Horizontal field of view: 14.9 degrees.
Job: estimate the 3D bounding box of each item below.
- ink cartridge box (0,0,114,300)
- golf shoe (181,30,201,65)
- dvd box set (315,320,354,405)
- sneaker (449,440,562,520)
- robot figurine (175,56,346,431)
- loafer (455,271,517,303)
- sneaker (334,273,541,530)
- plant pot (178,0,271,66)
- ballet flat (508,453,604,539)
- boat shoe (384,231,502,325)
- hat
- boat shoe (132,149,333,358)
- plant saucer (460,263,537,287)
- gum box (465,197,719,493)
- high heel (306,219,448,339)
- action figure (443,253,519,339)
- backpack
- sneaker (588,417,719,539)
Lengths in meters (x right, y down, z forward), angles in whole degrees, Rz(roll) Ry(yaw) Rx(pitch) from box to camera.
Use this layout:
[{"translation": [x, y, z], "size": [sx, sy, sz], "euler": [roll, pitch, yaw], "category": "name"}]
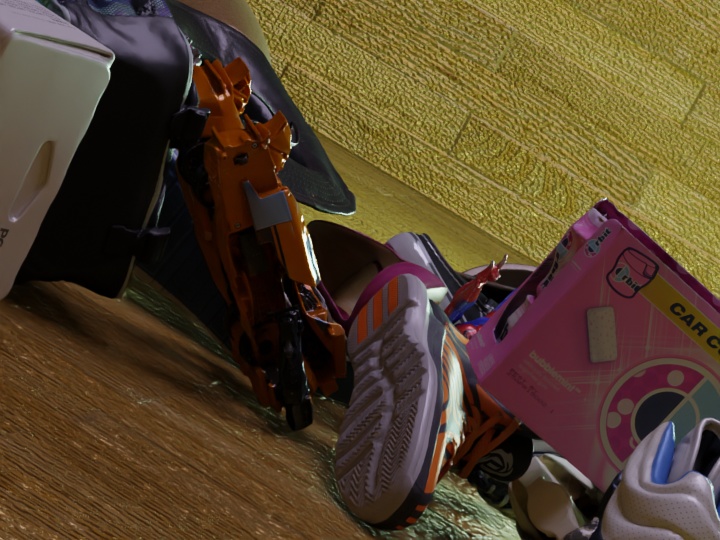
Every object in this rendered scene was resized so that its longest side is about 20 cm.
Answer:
[{"translation": [-0.239, -0.092, 1.368], "size": [0.200, 0.146, 0.084], "euler": [34, 12, 32], "category": "ink cartridge box"}, {"translation": [-0.181, -0.150, 1.652], "size": [0.072, 0.092, 0.200], "euler": [17, 25, -49], "category": "golf shoe"}, {"translation": [-0.040, 0.038, 1.801], "size": [0.146, 0.030, 0.200], "euler": [22, 10, -42], "category": "dvd box set"}, {"translation": [0.090, 0.113, 1.632], "size": [0.199, 0.086, 0.077], "euler": [2, 24, -24], "category": "sneaker"}, {"translation": [-0.056, -0.010, 1.529], "size": [0.145, 0.058, 0.201], "euler": [-125, -163, -54], "category": "robot figurine"}, {"translation": [0.119, 0.045, 1.826], "size": [0.199, 0.063, 0.072], "euler": [12, 45, -21], "category": "loafer"}, {"translation": [0.051, 0.088, 1.483], "size": [0.112, 0.078, 0.201], "euler": [39, 28, -19], "category": "sneaker"}, {"translation": [-0.135, -0.138, 1.931], "size": [0.186, 0.187, 0.200], "euler": [27, -1, -23], "category": "plant pot"}, {"translation": [0.116, 0.136, 1.524], "size": [0.072, 0.072, 0.200], "euler": [29, 7, -9], "category": "ballet flat"}, {"translation": [0.085, 0.054, 1.756], "size": [0.201, 0.056, 0.069], "euler": [58, -9, -10], "category": "boat shoe"}, {"translation": [-0.095, -0.088, 1.764], "size": [0.200, 0.081, 0.201], "euler": [42, 16, -15], "category": "hat"}, {"translation": [-0.095, -0.016, 1.673], "size": [0.200, 0.072, 0.072], "euler": [50, 22, 6], "category": "boat shoe"}, {"translation": [0.129, 0.079, 1.869], "size": [0.199, 0.030, 0.201], "euler": [17, 42, -16], "category": "plant saucer"}, {"translation": [0.160, 0.065, 1.481], "size": [0.200, 0.114, 0.066], "euler": [40, 9, -15], "category": "gum box"}, {"translation": [0.000, 0.000, 1.675], "size": [0.096, 0.067, 0.200], "euler": [51, 0, 2], "category": "high heel"}, {"translation": [0.111, 0.023, 1.687], "size": [0.199, 0.099, 0.066], "euler": [-25, 80, -41], "category": "action figure"}, {"translation": [-0.182, -0.097, 1.506], "size": [0.149, 0.179, 0.200], "euler": [9, 24, -20], "category": "backpack"}, {"translation": [0.145, 0.139, 1.310], "size": [0.080, 0.147, 0.200], "euler": [31, 6, 9], "category": "sneaker"}]
